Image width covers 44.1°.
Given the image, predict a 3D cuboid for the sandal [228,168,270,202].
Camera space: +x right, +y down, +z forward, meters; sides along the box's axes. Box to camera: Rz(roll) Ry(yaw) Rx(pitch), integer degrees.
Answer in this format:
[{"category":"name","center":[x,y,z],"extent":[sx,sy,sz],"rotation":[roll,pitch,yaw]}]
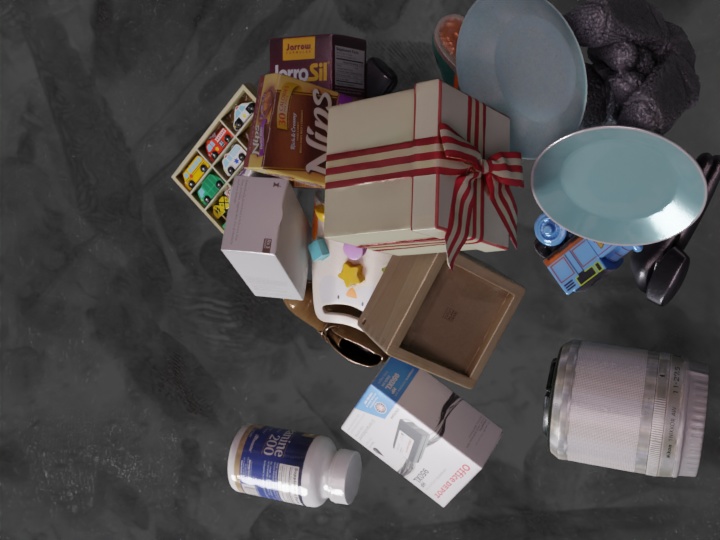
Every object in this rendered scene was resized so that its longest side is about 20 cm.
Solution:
[{"category":"sandal","center":[-0.162,-0.119,1.294],"extent":[0.050,0.082,0.204],"rotation":[37,124,19]}]

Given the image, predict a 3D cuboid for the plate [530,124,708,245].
[{"category":"plate","center":[0.297,-0.101,1.026],"extent":[0.198,0.026,0.201],"rotation":[15,147,10]}]

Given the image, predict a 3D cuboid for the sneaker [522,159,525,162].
[{"category":"sneaker","center":[0.123,-0.151,1.185],"extent":[0.197,0.105,0.077],"rotation":[-2,107,22]}]

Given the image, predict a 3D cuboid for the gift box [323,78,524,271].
[{"category":"gift box","center":[0.081,-0.095,1.035],"extent":[0.185,0.183,0.203],"rotation":[-5,85,38]}]

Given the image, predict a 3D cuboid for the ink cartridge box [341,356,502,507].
[{"category":"ink cartridge box","center":[0.089,0.236,1.317],"extent":[0.199,0.084,0.145],"rotation":[36,139,6]}]

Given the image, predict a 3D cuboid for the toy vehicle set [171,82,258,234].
[{"category":"toy vehicle set","center":[-0.186,-0.166,1.343],"extent":[0.124,0.027,0.200],"rotation":[46,117,1]}]

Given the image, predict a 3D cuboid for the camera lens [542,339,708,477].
[{"category":"camera lens","center":[0.349,0.183,1.180],"extent":[0.197,0.160,0.162],"rotation":[7,110,18]}]

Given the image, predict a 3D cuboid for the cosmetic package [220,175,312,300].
[{"category":"cosmetic package","center":[-0.126,-0.041,1.249],"extent":[0.080,0.200,0.114],"rotation":[5,69,11]}]

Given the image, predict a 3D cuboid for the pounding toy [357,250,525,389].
[{"category":"pounding toy","center":[0.111,0.063,1.228],"extent":[0.198,0.142,0.186],"rotation":[25,98,-30]}]

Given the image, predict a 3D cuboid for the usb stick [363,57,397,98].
[{"category":"usb stick","center":[-0.019,-0.211,1.260],"extent":[0.055,0.033,0.200],"rotation":[44,118,9]}]

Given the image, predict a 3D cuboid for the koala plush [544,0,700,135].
[{"category":"koala plush","center":[0.290,-0.219,1.089],"extent":[0.199,0.183,0.179],"rotation":[-30,86,47]}]

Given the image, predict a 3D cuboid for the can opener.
[{"category":"can opener","center":[0.410,-0.055,1.137],"extent":[0.078,0.063,0.202],"rotation":[33,109,37]}]

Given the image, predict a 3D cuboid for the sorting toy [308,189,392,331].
[{"category":"sorting toy","center":[0.000,0.000,1.279],"extent":[0.198,0.107,0.182],"rotation":[14,110,16]}]

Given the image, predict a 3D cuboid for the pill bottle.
[{"category":"pill bottle","center":[-0.103,0.315,1.425],"extent":[0.197,0.111,0.113],"rotation":[6,110,19]}]

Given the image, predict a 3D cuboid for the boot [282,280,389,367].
[{"category":"boot","center":[-0.039,0.079,1.343],"extent":[0.198,0.075,0.074],"rotation":[28,119,12]}]

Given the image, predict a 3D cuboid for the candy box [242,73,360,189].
[{"category":"candy box","center":[-0.042,-0.163,1.120],"extent":[0.056,0.198,0.118],"rotation":[11,90,56]}]

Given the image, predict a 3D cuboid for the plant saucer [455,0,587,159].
[{"category":"plant saucer","center":[0.195,-0.233,1.041],"extent":[0.200,0.038,0.203],"rotation":[34,138,38]}]

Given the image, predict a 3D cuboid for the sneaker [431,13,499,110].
[{"category":"sneaker","center":[0.158,-0.235,1.158],"extent":[0.071,0.080,0.202],"rotation":[-29,88,-2]}]

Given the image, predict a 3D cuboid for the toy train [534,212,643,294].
[{"category":"toy train","center":[0.314,-0.062,1.140],"extent":[0.200,0.086,0.115],"rotation":[-43,75,34]}]

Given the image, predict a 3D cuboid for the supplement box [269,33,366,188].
[{"category":"supplement box","center":[-0.059,-0.214,1.215],"extent":[0.109,0.085,0.203],"rotation":[5,99,33]}]
